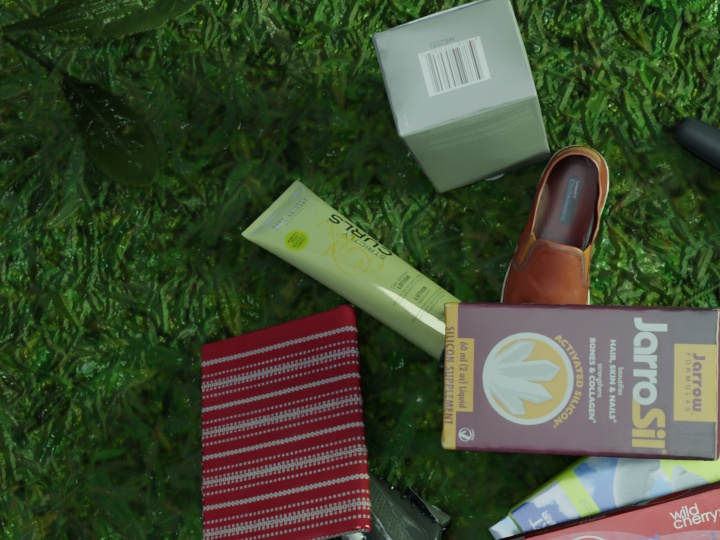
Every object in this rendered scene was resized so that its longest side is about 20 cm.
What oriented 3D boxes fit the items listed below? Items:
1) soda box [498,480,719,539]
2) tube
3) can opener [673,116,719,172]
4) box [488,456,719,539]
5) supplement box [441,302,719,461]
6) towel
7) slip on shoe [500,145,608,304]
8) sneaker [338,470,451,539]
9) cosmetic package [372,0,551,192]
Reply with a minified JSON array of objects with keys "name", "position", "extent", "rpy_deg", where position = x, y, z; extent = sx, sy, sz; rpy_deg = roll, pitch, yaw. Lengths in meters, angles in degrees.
[{"name":"soda box","position":[0.202,0.208,0.919],"extent":[0.199,0.063,0.070],"rpy_deg":[-17,80,10]},{"name":"tube","position":[0.000,0.000,1.044],"extent":[0.200,0.058,0.052],"rpy_deg":[35,107,16]},{"name":"can opener","position":[0.331,-0.062,0.974],"extent":[0.200,0.063,0.079],"rpy_deg":[37,92,14]},{"name":"box","position":[0.212,0.194,0.976],"extent":[0.200,0.048,0.122],"rpy_deg":[-36,77,5]},{"name":"supplement box","position":[0.166,0.080,0.933],"extent":[0.199,0.086,0.111],"rpy_deg":[0,87,16]},{"name":"towel","position":[-0.062,0.129,1.010],"extent":[0.144,0.022,0.201],"rpy_deg":[-16,56,17]},{"name":"slip on shoe","position":[0.156,-0.006,1.007],"extent":[0.074,0.061,0.201],"rpy_deg":[14,87,12]},{"name":"sneaker","position":[0.023,0.201,1.010],"extent":[0.090,0.067,0.201],"rpy_deg":[-23,70,-8]},{"name":"cosmetic package","position":[0.084,-0.129,0.968],"extent":[0.106,0.200,0.091],"rpy_deg":[-16,81,7]}]
